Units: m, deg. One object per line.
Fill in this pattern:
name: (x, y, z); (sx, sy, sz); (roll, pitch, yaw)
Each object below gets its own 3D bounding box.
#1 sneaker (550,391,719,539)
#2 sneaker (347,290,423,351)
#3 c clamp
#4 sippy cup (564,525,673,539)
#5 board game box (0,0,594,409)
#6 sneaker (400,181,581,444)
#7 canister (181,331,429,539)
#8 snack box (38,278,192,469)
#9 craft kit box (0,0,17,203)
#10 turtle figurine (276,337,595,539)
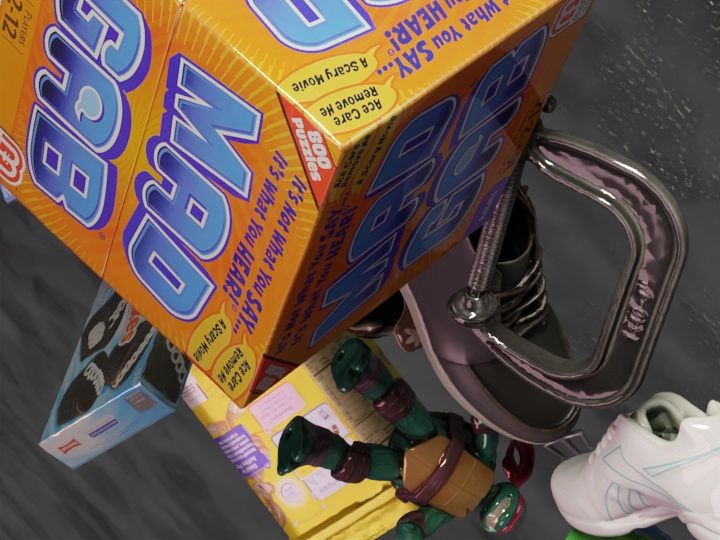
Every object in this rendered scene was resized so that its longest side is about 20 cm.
sneaker: (0.172, 0.109, 1.439); (0.200, 0.070, 0.081); (-9, 112, 60)
sneaker: (0.000, 0.000, 1.565); (0.200, 0.075, 0.071); (16, 143, 57)
c clamp: (0.095, -0.018, 1.327); (0.170, 0.027, 0.201); (22, 132, 18)
sippy cup: (0.177, 0.227, 1.560); (0.130, 0.140, 0.178); (31, -170, 13)
board game box: (-0.039, -0.103, 1.194); (0.200, 0.200, 0.200); (42, 142, 15)
sneaker: (0.083, 0.023, 1.437); (0.201, 0.075, 0.106); (55, 159, -17)
canister: (-0.039, 0.095, 1.747); (0.148, 0.087, 0.201); (-34, 96, 31)
snack box: (-0.151, 0.035, 1.724); (0.037, 0.201, 0.116); (39, 133, -23)
craft kit box: (-0.202, -0.157, 1.527); (0.200, 0.048, 0.199); (-16, 96, 60)
turtle figurine: (0.052, 0.131, 1.584); (0.199, 0.151, 0.101); (30, 173, -19)
